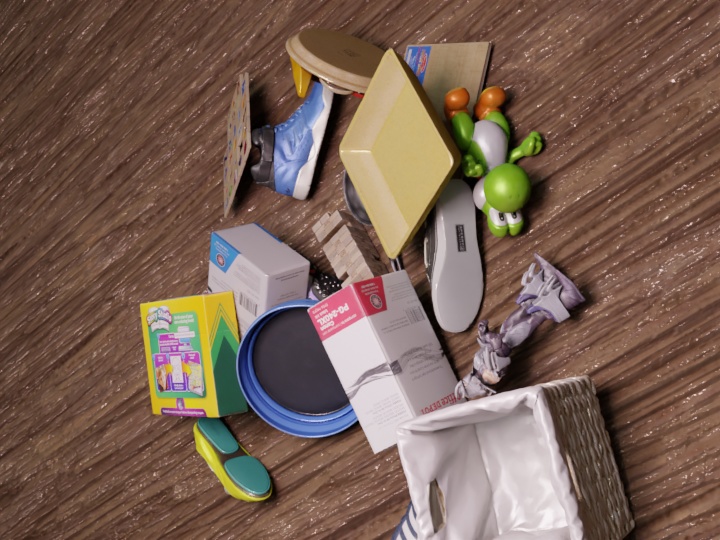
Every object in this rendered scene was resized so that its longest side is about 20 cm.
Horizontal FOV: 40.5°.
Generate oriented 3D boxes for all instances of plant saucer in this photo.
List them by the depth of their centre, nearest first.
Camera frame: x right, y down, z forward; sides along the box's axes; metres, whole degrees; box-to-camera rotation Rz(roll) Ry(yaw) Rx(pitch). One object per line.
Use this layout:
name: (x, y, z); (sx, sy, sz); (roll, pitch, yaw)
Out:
plant saucer: (0.058, -0.152, 1.290); (0.202, 0.048, 0.201); (65, 144, 28)

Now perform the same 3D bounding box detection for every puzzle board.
puzzle board: (0.106, -0.226, 1.393); (0.149, 0.017, 0.203); (9, 84, 42)

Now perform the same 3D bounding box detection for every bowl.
bowl: (-0.072, 0.133, 1.356); (0.197, 0.039, 0.204); (3, 111, 7)

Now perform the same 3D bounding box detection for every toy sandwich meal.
toy sandwich meal: (-0.026, -0.282, 1.403); (0.205, 0.203, 0.071); (47, 128, 37)

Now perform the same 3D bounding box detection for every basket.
basket: (0.173, 0.237, 1.097); (0.198, 0.160, 0.201); (-20, 81, 34)

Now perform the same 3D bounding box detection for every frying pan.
frying pan: (0.039, -0.096, 1.398); (0.191, 0.031, 0.115); (53, 128, 25)

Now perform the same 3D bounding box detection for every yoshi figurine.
yoshi figurine: (0.175, -0.147, 1.257); (0.111, 0.112, 0.203); (-23, 69, 24)

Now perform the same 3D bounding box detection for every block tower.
block tower: (0.000, 0.000, 1.396); (0.054, 0.057, 0.201); (-44, 56, 23)

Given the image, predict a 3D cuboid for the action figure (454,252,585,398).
action figure: (0.182, 0.080, 1.199); (0.201, 0.069, 0.130); (-50, 12, 5)

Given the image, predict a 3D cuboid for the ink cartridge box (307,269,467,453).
ink cartridge box: (0.038, 0.113, 1.239); (0.083, 0.145, 0.202); (-30, 81, 30)

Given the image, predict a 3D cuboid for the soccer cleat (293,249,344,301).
soccer cleat: (-0.071, 0.036, 1.450); (0.199, 0.068, 0.074); (33, 120, 38)

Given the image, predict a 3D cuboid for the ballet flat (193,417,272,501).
ballet flat: (-0.196, 0.300, 1.486); (0.200, 0.066, 0.068); (40, 126, 42)

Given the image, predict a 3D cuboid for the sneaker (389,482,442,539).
sneaker: (0.066, 0.333, 1.240); (0.084, 0.075, 0.203); (-4, 76, 34)

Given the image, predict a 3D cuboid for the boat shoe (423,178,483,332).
boat shoe: (0.119, -0.018, 1.300); (0.064, 0.070, 0.203); (165, 108, -66)

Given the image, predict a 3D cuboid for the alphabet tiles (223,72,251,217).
alphabet tiles: (-0.203, -0.216, 1.595); (0.168, 0.007, 0.202); (118, 153, -48)

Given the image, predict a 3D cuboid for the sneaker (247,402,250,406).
sneaker: (-0.201, 0.158, 1.513); (0.198, 0.069, 0.092); (3, 84, 42)

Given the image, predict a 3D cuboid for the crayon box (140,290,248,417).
crayon box: (-0.251, 0.126, 1.457); (0.199, 0.058, 0.175); (-8, 89, 50)

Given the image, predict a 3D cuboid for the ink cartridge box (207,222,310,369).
ink cartridge box: (-0.156, 0.054, 1.442); (0.145, 0.084, 0.203); (34, 128, 38)

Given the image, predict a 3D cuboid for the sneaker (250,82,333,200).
sneaker: (-0.110, -0.220, 1.503); (0.077, 0.110, 0.203); (-134, 59, -83)
